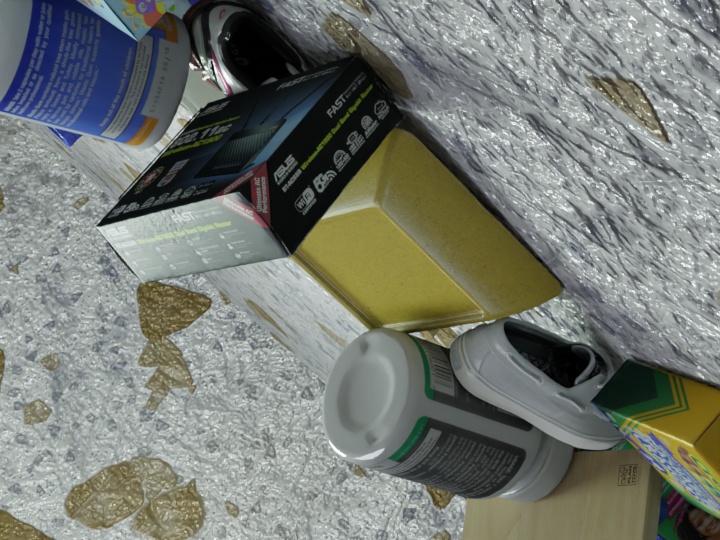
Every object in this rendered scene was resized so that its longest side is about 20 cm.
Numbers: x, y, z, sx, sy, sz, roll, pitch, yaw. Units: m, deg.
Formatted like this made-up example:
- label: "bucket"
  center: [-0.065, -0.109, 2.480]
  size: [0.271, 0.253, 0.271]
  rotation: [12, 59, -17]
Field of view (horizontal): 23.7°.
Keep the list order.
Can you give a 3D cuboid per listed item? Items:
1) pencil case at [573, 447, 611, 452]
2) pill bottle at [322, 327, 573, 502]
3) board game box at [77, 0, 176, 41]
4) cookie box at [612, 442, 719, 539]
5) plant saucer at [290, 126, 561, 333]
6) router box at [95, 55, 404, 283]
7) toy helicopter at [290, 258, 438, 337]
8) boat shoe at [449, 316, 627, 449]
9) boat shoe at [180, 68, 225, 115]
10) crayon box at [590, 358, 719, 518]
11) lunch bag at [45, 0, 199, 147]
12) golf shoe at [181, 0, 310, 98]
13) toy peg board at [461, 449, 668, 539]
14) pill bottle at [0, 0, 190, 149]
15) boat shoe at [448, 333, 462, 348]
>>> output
- label: "pencil case"
  center: [0.156, 0.113, 1.569]
  size: [0.078, 0.087, 0.200]
  rotation: [-2, -166, -25]
- label: "pill bottle"
  center: [0.076, 0.125, 1.406]
  size: [0.200, 0.113, 0.113]
  rotation: [22, -174, -38]
- label: "board game box"
  center: [-0.199, -0.261, 1.200]
  size: [0.200, 0.103, 0.105]
  rotation: [36, 171, 42]
- label: "cookie box"
  center: [0.297, 0.236, 1.531]
  size: [0.200, 0.075, 0.171]
  rotation: [33, 168, 47]
- label: "plant saucer"
  center: [0.022, -0.014, 1.331]
  size: [0.200, 0.049, 0.200]
  rotation: [43, 148, -27]
- label: "router box"
  center: [-0.084, -0.071, 1.248]
  size: [0.200, 0.150, 0.062]
  rotation: [-9, 125, 51]
- label: "toy helicopter"
  center: [0.000, 0.000, 1.738]
  size: [0.200, 0.079, 0.132]
  rotation: [40, 173, -9]
- label: "boat shoe"
  center: [0.165, 0.085, 1.377]
  size: [0.200, 0.072, 0.068]
  rotation: [29, 137, -28]
- label: "boat shoe"
  center: [-0.138, -0.170, 1.538]
  size: [0.202, 0.072, 0.060]
  rotation: [37, -158, -33]
- label: "crayon box"
  center: [0.264, 0.136, 1.253]
  size: [0.126, 0.052, 0.200]
  rotation: [45, 171, -16]
- label: "lunch bag"
  center: [-0.255, -0.228, 1.412]
  size: [0.200, 0.170, 0.127]
  rotation: [45, 173, -12]
- label: "golf shoe"
  center: [-0.062, -0.129, 1.352]
  size: [0.200, 0.073, 0.092]
  rotation: [46, 170, -25]
- label: "toy peg board"
  center: [0.186, 0.263, 1.450]
  size: [0.098, 0.201, 0.199]
  rotation: [24, 157, -39]
- label: "pill bottle"
  center: [-0.240, -0.167, 1.300]
  size: [0.200, 0.112, 0.112]
  rotation: [14, -173, -29]
- label: "boat shoe"
  center: [0.171, 0.141, 1.699]
  size: [0.200, 0.071, 0.091]
  rotation: [46, 176, 34]
